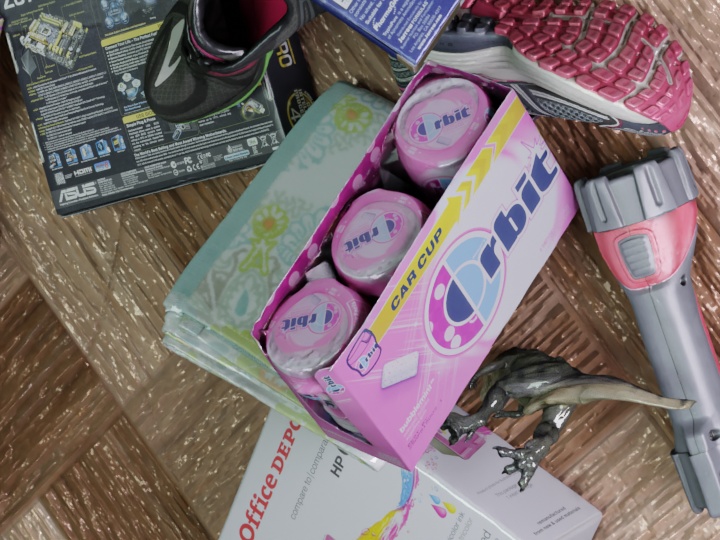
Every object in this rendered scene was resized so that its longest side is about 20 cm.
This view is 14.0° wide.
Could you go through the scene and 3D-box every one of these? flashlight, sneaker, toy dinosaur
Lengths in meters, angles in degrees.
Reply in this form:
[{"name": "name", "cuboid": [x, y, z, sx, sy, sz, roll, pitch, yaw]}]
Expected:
[{"name": "flashlight", "cuboid": [0.182, 0.033, 1.652, 0.201, 0.067, 0.068, 70, 164, -7]}, {"name": "sneaker", "cuboid": [-0.079, -0.147, 1.704, 0.077, 0.084, 0.200, 59, 138, 8]}, {"name": "sneaker", "cuboid": [0.103, -0.113, 1.662, 0.199, 0.081, 0.075, 20, 133, 36]}, {"name": "toy dinosaur", "cuboid": [0.099, 0.078, 1.666, 0.200, 0.088, 0.048, 12, 133, 61]}]

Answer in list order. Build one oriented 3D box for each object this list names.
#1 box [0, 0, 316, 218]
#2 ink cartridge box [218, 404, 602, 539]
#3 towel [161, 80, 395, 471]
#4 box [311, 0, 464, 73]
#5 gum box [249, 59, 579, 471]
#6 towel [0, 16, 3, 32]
[{"name": "box", "cuboid": [-0.129, -0.131, 1.833, 0.199, 0.049, 0.162, -14, 97, 37]}, {"name": "ink cartridge box", "cuboid": [0.026, 0.156, 1.783, 0.200, 0.084, 0.145, 36, 121, 23]}, {"name": "towel", "cuboid": [0.000, 0.000, 1.714, 0.171, 0.200, 0.048, 31, 164, 22]}, {"name": "box", "cuboid": [-0.018, -0.215, 1.606, 0.200, 0.032, 0.121, 35, 90, 3]}, {"name": "gum box", "cuboid": [0.029, 0.002, 1.610, 0.066, 0.201, 0.114, 20, 159, 36]}, {"name": "towel", "cuboid": [-0.312, -0.157, 1.945, 0.200, 0.023, 0.144, 40, 126, 34]}]
